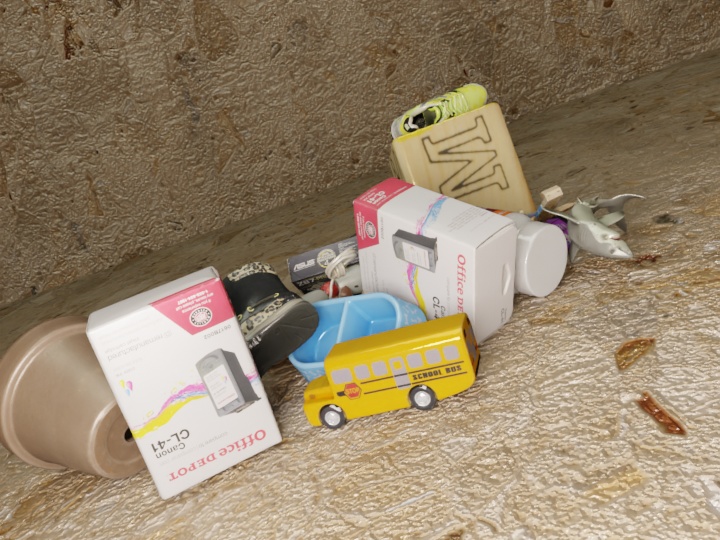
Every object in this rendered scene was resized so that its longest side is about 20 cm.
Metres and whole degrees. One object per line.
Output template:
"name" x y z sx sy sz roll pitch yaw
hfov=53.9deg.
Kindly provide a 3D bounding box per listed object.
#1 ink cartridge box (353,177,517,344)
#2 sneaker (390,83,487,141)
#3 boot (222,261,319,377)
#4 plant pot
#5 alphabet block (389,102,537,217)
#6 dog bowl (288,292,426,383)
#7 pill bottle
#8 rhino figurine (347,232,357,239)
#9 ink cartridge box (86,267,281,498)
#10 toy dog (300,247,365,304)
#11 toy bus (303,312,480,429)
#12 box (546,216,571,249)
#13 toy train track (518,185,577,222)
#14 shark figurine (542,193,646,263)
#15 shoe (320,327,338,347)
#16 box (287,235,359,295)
"ink cartridge box" 0.091 -0.015 0.902 0.085 0.149 0.199 -30 40 -33
"sneaker" 0.152 -0.280 1.280 0.199 0.076 0.076 -30 7 -14
"boot" -0.165 0.078 0.916 0.202 0.074 0.154 -33 36 -10
"plant pot" -0.331 0.176 0.888 0.173 0.202 0.199 18 35 38
"alphabet block" 0.172 -0.150 1.255 0.194 0.202 0.195 -19 -2 -2
"dog bowl" -0.012 0.084 0.884 0.198 0.050 0.113 -9 56 36
"pill bottle" 0.180 -0.030 0.997 0.114 0.115 0.199 -29 28 -34
"rhino figurine" 0.001 -0.040 1.254 0.198 0.060 0.088 -15 38 29
"ink cartridge box" -0.189 0.118 0.775 0.146 0.202 0.086 -23 14 -15
"toy dog" -0.052 0.071 1.024 0.199 0.097 0.132 -38 -14 -8
"toy bus" 0.030 0.112 0.778 0.198 0.079 0.065 -15 14 19
"box" 0.244 -0.038 1.151 0.198 0.036 0.143 -21 13 5
"toy train track" 0.263 -0.095 1.034 0.114 0.033 0.200 -24 -10 3
"shark figurine" 0.318 -0.055 0.992 0.127 0.091 0.214 17 28 18
"shoe" 0.025 0.059 1.000 0.053 0.071 0.199 18 39 38
"box" 0.000 0.000 1.157 0.198 0.050 0.161 -18 -23 10
